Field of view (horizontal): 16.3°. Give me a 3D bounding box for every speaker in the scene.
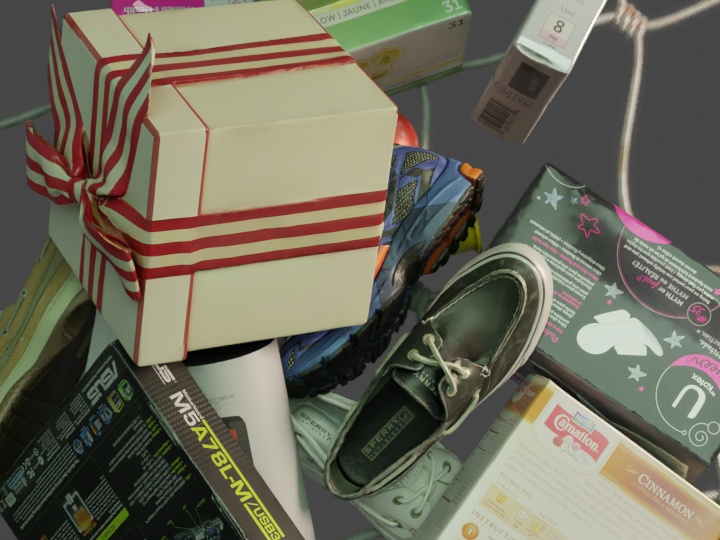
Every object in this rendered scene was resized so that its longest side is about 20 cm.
[{"bbox_3d":[-0.075,0.141,1.614,0.081,0.081,0.201,-11,103,-7],"label":"speaker"}]

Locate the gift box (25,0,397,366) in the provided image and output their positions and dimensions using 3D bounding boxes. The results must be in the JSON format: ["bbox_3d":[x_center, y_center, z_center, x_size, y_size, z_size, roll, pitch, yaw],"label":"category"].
[{"bbox_3d":[-0.102,-0.074,1.554,0.186,0.201,0.185,-10,30,-25],"label":"gift box"}]

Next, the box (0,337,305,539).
[{"bbox_3d":[-0.133,0.166,1.590,0.047,0.200,0.194,-27,74,-45],"label":"box"}]

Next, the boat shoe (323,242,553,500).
[{"bbox_3d":[0.049,0.069,1.590,0.071,0.064,0.200,39,103,6],"label":"boat shoe"}]

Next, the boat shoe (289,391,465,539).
[{"bbox_3d":[0.026,0.139,1.668,0.199,0.069,0.071,28,74,5],"label":"boat shoe"}]

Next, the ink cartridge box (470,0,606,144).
[{"bbox_3d":[0.152,-0.199,1.729,0.057,0.163,0.201,26,74,0],"label":"ink cartridge box"}]

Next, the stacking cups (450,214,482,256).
[{"bbox_3d":[-0.017,-0.008,1.722,0.199,0.061,0.061,-19,75,-4],"label":"stacking cups"}]

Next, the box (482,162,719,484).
[{"bbox_3d":[0.169,0.043,1.673,0.199,0.132,0.115,35,78,7],"label":"box"}]

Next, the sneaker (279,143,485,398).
[{"bbox_3d":[0.000,0.000,1.662,0.078,0.075,0.200,33,74,18],"label":"sneaker"}]

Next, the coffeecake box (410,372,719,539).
[{"bbox_3d":[0.118,0.192,1.618,0.153,0.073,0.201,36,87,-7],"label":"coffeecake box"}]

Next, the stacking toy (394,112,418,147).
[{"bbox_3d":[-0.054,-0.066,1.723,0.199,0.085,0.086,-14,75,-12],"label":"stacking toy"}]

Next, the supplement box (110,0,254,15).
[{"bbox_3d":[-0.124,-0.198,1.744,0.100,0.103,0.202,-1,75,-5],"label":"supplement box"}]

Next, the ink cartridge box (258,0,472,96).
[{"bbox_3d":[0.003,-0.171,1.691,0.145,0.200,0.048,-19,73,-9],"label":"ink cartridge box"}]

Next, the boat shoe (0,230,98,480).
[{"bbox_3d":[-0.225,0.049,1.689,0.076,0.072,0.201,23,66,18],"label":"boat shoe"}]

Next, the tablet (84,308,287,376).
[{"bbox_3d":[-0.120,0.073,1.669,0.129,0.014,0.201,12,95,3],"label":"tablet"}]
